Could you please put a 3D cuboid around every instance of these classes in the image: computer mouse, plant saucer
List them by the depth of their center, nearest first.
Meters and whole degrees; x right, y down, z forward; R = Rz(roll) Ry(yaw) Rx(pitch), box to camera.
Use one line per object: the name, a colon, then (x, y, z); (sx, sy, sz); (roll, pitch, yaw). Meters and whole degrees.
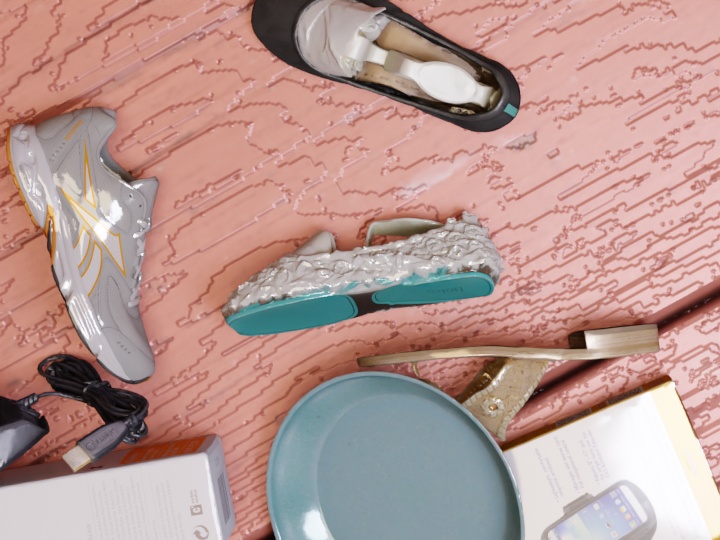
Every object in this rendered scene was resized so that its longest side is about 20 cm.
computer mouse: (-0.239, 0.125, 1.623); (0.200, 0.140, 0.046); (-24, 120, -34)
plant saucer: (0.029, 0.161, 1.667); (0.199, 0.036, 0.201); (9, 109, 26)

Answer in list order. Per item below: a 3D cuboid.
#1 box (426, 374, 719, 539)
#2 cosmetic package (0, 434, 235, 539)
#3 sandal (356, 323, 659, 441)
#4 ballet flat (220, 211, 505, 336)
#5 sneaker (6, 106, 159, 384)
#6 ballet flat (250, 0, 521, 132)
box: (0.150, 0.167, 1.693); (0.199, 0.041, 0.119); (-23, 94, 6)
cosmetic package: (-0.193, 0.170, 1.673); (0.199, 0.101, 0.072); (-10, 93, 2)
sandal: (0.106, 0.083, 1.668); (0.211, 0.078, 0.070); (-7, 88, -3)
ballet flat: (0.000, 0.000, 1.679); (0.199, 0.072, 0.072); (-9, 94, 0)
sneaker: (-0.173, -0.021, 1.672); (0.092, 0.076, 0.201); (-22, 95, -1)
ballet flat: (0.019, -0.152, 1.656); (0.199, 0.068, 0.068); (19, 95, 0)
